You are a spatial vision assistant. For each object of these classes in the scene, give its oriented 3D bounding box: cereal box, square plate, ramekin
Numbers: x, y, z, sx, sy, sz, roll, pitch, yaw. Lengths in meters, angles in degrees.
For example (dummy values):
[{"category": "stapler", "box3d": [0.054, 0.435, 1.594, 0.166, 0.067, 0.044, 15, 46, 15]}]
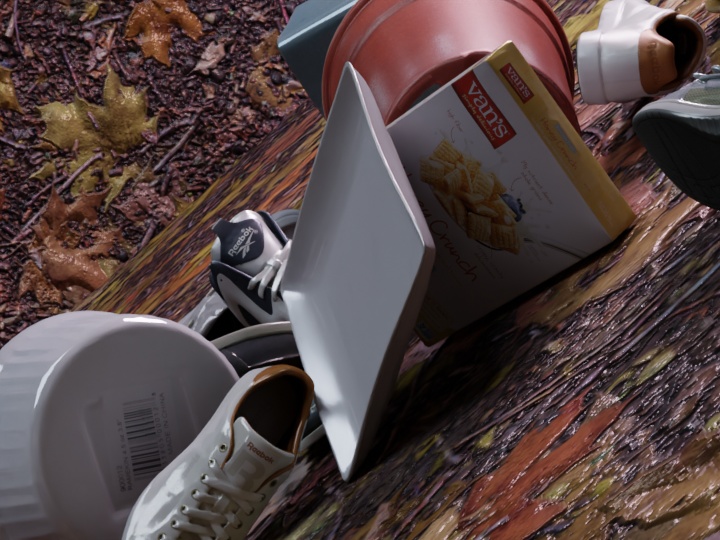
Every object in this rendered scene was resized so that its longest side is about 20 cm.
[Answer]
[{"category": "cereal box", "box3d": [0.071, -0.047, 1.591, 0.200, 0.144, 0.040, -34, 4, 47]}, {"category": "square plate", "box3d": [0.000, 0.000, 1.561, 0.200, 0.028, 0.199, -111, 31, -47]}, {"category": "ramekin", "box3d": [-0.170, 0.124, 1.688, 0.201, 0.201, 0.098, -47, 19, -27]}]

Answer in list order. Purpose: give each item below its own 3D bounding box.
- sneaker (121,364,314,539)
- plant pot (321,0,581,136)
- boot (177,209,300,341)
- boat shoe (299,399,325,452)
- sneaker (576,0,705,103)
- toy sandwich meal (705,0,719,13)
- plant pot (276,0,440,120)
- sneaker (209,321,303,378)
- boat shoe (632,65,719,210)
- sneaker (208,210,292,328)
[{"category": "sneaker", "box3d": [-0.095, 0.142, 1.569, 0.201, 0.073, 0.085, -61, 11, -21]}, {"category": "plant pot", "box3d": [0.078, -0.112, 1.777, 0.201, 0.201, 0.195, -41, 18, 9]}, {"category": "boot", "box3d": [-0.100, 0.027, 2.247, 0.200, 0.074, 0.096, -51, 19, -10]}, {"category": "boat shoe", "box3d": [-0.023, 0.064, 1.737, 0.073, 0.062, 0.200, -37, 11, 28]}, {"category": "sneaker", "box3d": [0.216, -0.158, 1.757, 0.084, 0.073, 0.200, -6, 14, 16]}, {"category": "toy sandwich meal", "box3d": [0.318, -0.269, 1.795, 0.205, 0.070, 0.205, -41, 9, 8]}, {"category": "plant pot", "box3d": [0.066, -0.199, 2.205, 0.200, 0.196, 0.196, -32, 11, 13]}, {"category": "sneaker", "box3d": [-0.105, 0.114, 1.877, 0.199, 0.107, 0.075, -17, -21, -18]}, {"category": "boat shoe", "box3d": [0.226, -0.083, 1.355, 0.065, 0.075, 0.202, -39, 12, -20]}, {"category": "sneaker", "box3d": [-0.067, 0.003, 1.985, 0.080, 0.130, 0.199, -46, 10, -19]}]
